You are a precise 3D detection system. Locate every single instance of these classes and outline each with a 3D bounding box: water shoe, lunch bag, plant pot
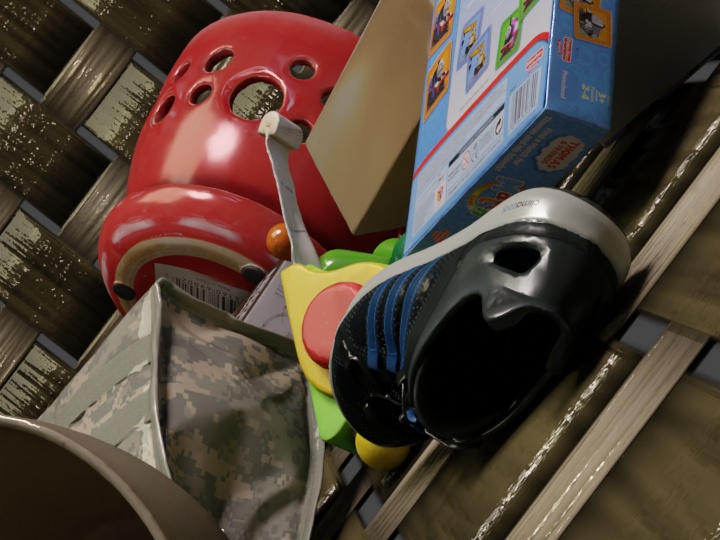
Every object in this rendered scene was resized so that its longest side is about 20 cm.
[{"bbox_3d":[0.031,0.035,0.961,0.200,0.071,0.079,-46,10,53],"label":"water shoe"},{"bbox_3d":[-0.102,0.137,1.135,0.164,0.117,0.201,-47,31,34],"label":"lunch bag"},{"bbox_3d":[-0.061,-0.034,1.541,0.200,0.200,0.183,-45,16,53],"label":"plant pot"}]

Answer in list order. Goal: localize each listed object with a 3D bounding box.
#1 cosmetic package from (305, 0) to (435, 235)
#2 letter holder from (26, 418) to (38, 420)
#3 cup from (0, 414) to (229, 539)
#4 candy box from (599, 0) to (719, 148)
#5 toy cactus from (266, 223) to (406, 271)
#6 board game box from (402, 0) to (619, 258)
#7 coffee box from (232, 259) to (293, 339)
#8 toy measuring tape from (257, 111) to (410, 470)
[{"bbox_3d":[0.055,-0.109,1.317,0.105,0.071,0.200,-14,-27,-28],"label":"cosmetic package"},{"bbox_3d":[-0.147,0.111,1.575,0.101,0.142,0.200,-54,5,-15],"label":"letter holder"},{"bbox_3d":[-0.117,0.155,0.969,0.201,0.200,0.143,-51,-19,16],"label":"cup"},{"bbox_3d":[0.171,-0.179,1.146,0.200,0.071,0.168,-56,6,-29],"label":"candy box"},{"bbox_3d":[0.036,-0.014,1.204,0.200,0.102,0.165,-45,14,-11],"label":"toy cactus"},{"bbox_3d":[0.073,-0.118,1.099,0.151,0.036,0.201,133,149,-56],"label":"board game box"},{"bbox_3d":[-0.075,0.099,1.382,0.200,0.080,0.114,-57,7,-36],"label":"coffee box"},{"bbox_3d":[0.000,0.000,1.128,0.074,0.073,0.201,-47,46,44],"label":"toy measuring tape"}]
